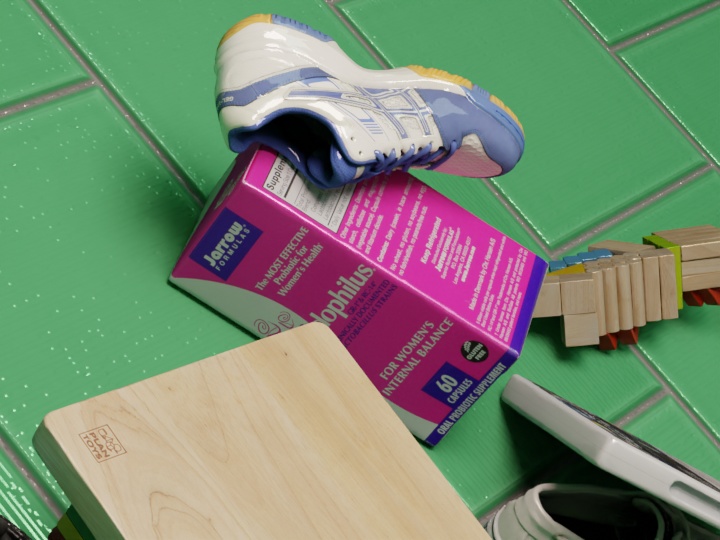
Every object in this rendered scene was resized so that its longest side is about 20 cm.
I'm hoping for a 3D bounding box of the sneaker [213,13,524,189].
[{"bbox_3d":[0.003,-0.078,1.290,0.200,0.075,0.088,16,56,-17],"label":"sneaker"}]

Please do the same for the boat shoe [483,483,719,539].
[{"bbox_3d":[0.170,0.167,1.342,0.200,0.066,0.072,16,44,-27],"label":"boat shoe"}]

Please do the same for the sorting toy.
[{"bbox_3d":[-0.042,0.143,1.073,0.199,0.070,0.200,-18,63,-46],"label":"sorting toy"}]

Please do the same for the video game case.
[{"bbox_3d":[0.192,0.129,1.339,0.182,0.023,0.200,28,1,-15],"label":"video game case"}]

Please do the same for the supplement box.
[{"bbox_3d":[0.000,0.000,1.337,0.200,0.101,0.103,33,39,-8],"label":"supplement box"}]

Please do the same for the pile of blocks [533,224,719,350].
[{"bbox_3d":[0.184,0.018,1.517,0.200,0.082,0.062,-14,105,-35],"label":"pile of blocks"}]

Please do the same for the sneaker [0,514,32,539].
[{"bbox_3d":[-0.225,0.134,1.018,0.200,0.111,0.077,37,39,-4],"label":"sneaker"}]
